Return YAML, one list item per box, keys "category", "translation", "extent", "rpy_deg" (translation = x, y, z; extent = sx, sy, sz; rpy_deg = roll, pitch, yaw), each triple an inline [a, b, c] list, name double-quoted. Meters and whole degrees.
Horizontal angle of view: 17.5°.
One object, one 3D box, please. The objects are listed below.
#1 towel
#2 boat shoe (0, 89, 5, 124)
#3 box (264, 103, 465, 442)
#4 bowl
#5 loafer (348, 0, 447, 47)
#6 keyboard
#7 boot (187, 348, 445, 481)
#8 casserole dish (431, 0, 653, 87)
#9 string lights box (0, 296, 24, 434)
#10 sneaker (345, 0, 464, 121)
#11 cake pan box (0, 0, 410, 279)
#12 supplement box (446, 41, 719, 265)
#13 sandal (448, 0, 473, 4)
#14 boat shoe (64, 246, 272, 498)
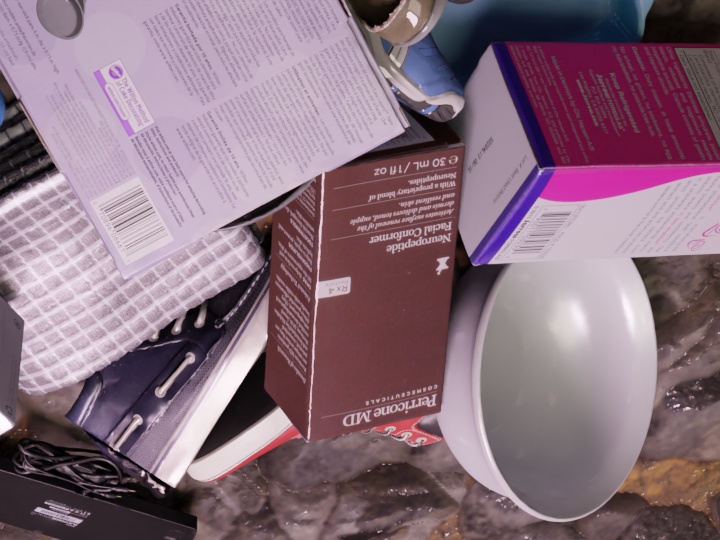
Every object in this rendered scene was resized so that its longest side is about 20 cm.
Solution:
- category: "towel"
  translation: [-0.171, -0.026, 1.454]
  extent: [0.200, 0.086, 0.166]
  rpy_deg: [-29, 129, 8]
- category: "boat shoe"
  translation: [-0.306, -0.075, 1.395]
  extent: [0.199, 0.069, 0.084]
  rpy_deg: [-18, 138, 0]
- category: "box"
  translation: [0.000, 0.000, 1.457]
  extent: [0.100, 0.075, 0.200]
  rpy_deg: [-12, 126, -23]
- category: "bowl"
  translation: [0.108, 0.065, 1.567]
  extent: [0.090, 0.201, 0.201]
  rpy_deg: [2, 144, 41]
- category: "loafer"
  translation: [-0.013, -0.213, 1.286]
  extent: [0.070, 0.200, 0.075]
  rpy_deg: [-7, 158, -40]
- category: "keyboard"
  translation: [-0.202, 0.150, 1.625]
  extent: [0.200, 0.040, 0.104]
  rpy_deg: [20, 143, -29]
- category: "boot"
  translation: [-0.015, 0.104, 1.609]
  extent: [0.200, 0.072, 0.144]
  rpy_deg: [-37, 129, 10]
- category: "casserole dish"
  translation: [0.083, -0.159, 1.450]
  extent: [0.199, 0.039, 0.121]
  rpy_deg: [-20, 129, 0]
- category: "string lights box"
  translation: [-0.279, 0.008, 1.342]
  extent: [0.059, 0.103, 0.200]
  rpy_deg: [-30, 122, 17]
- category: "sneaker"
  translation: [0.002, -0.173, 1.361]
  extent: [0.077, 0.076, 0.200]
  rpy_deg: [-39, 103, -3]
- category: "cake pan box"
  translation: [-0.094, -0.117, 1.288]
  extent: [0.184, 0.052, 0.200]
  rpy_deg: [-29, 103, 5]
- category: "supplement box"
  translation: [0.160, -0.074, 1.456]
  extent: [0.199, 0.104, 0.101]
  rpy_deg: [-1, 146, -28]
- category: "sandal"
  translation: [0.044, -0.254, 1.359]
  extent: [0.075, 0.045, 0.200]
  rpy_deg: [-28, 117, -26]
- category: "boat shoe"
  translation: [-0.114, 0.045, 1.535]
  extent: [0.093, 0.075, 0.200]
  rpy_deg: [32, 94, 0]
